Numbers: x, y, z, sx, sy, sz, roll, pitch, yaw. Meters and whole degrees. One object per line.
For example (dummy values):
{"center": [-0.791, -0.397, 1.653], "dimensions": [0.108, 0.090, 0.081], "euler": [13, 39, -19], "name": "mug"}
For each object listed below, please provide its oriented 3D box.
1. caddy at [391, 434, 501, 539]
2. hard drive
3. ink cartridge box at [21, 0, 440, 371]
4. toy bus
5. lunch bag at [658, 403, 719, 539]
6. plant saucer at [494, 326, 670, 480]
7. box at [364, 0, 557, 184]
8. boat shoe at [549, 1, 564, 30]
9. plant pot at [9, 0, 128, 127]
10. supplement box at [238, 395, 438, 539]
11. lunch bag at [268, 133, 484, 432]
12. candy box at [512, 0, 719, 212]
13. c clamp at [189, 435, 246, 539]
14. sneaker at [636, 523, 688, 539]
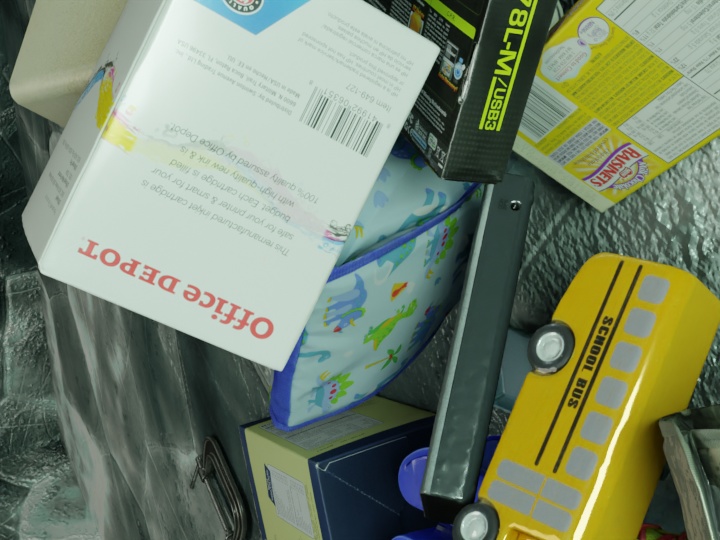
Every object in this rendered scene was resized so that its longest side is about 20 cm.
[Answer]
{"center": [0.109, 0.200, 0.783], "dimensions": [0.200, 0.105, 0.142], "euler": [18, 99, 53], "name": "caddy"}
{"center": [0.075, 0.056, 0.689], "dimensions": [0.140, 0.033, 0.201], "euler": [76, -154, -71], "name": "hard drive"}
{"center": [-0.082, -0.074, 0.616], "dimensions": [0.201, 0.147, 0.145], "euler": [-63, 24, 2], "name": "ink cartridge box"}
{"center": [0.124, 0.094, 0.595], "dimensions": [0.078, 0.065, 0.201], "euler": [16, 78, 44], "name": "toy bus"}
{"center": [0.218, 0.133, 0.479], "dimensions": [0.200, 0.117, 0.165], "euler": [-28, 75, 61], "name": "lunch bag"}
{"center": [0.145, 0.081, 0.744], "dimensions": [0.200, 0.019, 0.070], "euler": [17, 118, 63], "name": "plant saucer"}
{"center": [0.052, -0.179, 0.627], "dimensions": [0.200, 0.047, 0.194], "euler": [-122, 42, -55], "name": "box"}
{"center": [0.080, -0.156, 0.700], "dimensions": [0.200, 0.062, 0.075], "euler": [-157, 71, -65], "name": "boat shoe"}
{"center": [-0.101, -0.182, 0.792], "dimensions": [0.176, 0.199, 0.201], "euler": [2, 73, 40], "name": "plant pot"}
{"center": [-0.003, 0.234, 1.004], "dimensions": [0.200, 0.134, 0.201], "euler": [5, 107, 65], "name": "supplement box"}
{"center": [0.000, 0.000, 0.772], "dimensions": [0.127, 0.200, 0.171], "euler": [26, 138, 15], "name": "lunch bag"}
{"center": [0.144, -0.100, 0.569], "dimensions": [0.102, 0.026, 0.200], "euler": [32, 154, -8], "name": "candy box"}
{"center": [-0.216, 0.349, 1.674], "dimensions": [0.200, 0.027, 0.172], "euler": [55, 143, 42], "name": "c clamp"}
{"center": [0.146, 0.168, 0.630], "dimensions": [0.199, 0.078, 0.091], "euler": [-14, 83, 26], "name": "sneaker"}
